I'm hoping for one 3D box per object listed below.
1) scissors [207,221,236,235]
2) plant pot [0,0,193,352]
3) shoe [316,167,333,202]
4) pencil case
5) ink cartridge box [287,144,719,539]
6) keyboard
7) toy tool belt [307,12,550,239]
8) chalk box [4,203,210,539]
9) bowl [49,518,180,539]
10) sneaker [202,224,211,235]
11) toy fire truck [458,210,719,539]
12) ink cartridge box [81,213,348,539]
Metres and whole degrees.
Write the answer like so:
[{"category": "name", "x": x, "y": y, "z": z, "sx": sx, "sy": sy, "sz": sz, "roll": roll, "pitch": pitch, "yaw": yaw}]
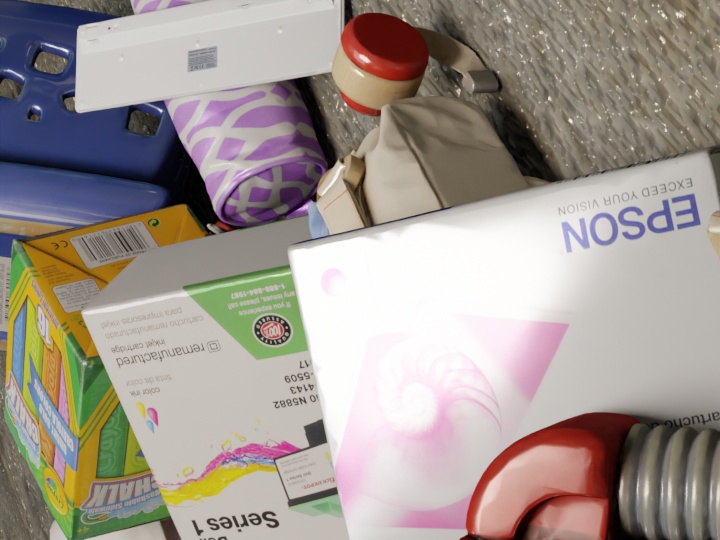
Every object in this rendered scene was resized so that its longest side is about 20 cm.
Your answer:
[{"category": "scissors", "x": -0.081, "y": -0.020, "z": 1.097, "sx": 0.073, "sy": 0.014, "sz": 0.200, "roll": 32, "pitch": -179, "yaw": 20}, {"category": "plant pot", "x": -0.217, "y": -0.051, "z": 1.248, "sx": 0.201, "sy": 0.199, "sz": 0.181, "roll": 105, "pitch": 171, "yaw": -48}, {"category": "shoe", "x": 0.000, "y": 0.000, "z": 1.053, "sx": 0.070, "sy": 0.053, "sz": 0.200, "roll": 33, "pitch": 145, "yaw": 13}, {"category": "pencil case", "x": -0.086, "y": -0.126, "z": 1.136, "sx": 0.086, "sy": 0.083, "sz": 0.201, "roll": 54, "pitch": -166, "yaw": -68}, {"category": "ink cartridge box", "x": 0.080, "y": 0.066, "z": 0.768, "sx": 0.195, "sy": 0.043, "sz": 0.201, "roll": -13, "pitch": 89, "yaw": 23}, {"category": "keyboard", "x": -0.095, "y": -0.135, "z": 1.089, "sx": 0.199, "sy": 0.011, "sz": 0.057, "roll": -6, "pitch": 85, "yaw": 31}, {"category": "toy tool belt", "x": 0.025, "y": -0.019, "z": 0.896, "sx": 0.201, "sy": 0.124, "sz": 0.123, "roll": 61, "pitch": 142, "yaw": 35}, {"category": "chalk box", "x": -0.147, "y": 0.081, "z": 1.143, "sx": 0.124, "sy": 0.124, "sz": 0.201, "roll": 52, "pitch": 144, "yaw": 40}, {"category": "bowl", "x": -0.099, "y": 0.234, "z": 1.232, "sx": 0.075, "sy": 0.199, "sz": 0.201, "roll": -39, "pitch": 60, "yaw": 27}, {"category": "sneaker", "x": -0.060, "y": 0.045, "z": 1.192, "sx": 0.088, "sy": 0.075, "sz": 0.201, "roll": -46, "pitch": 61, "yaw": 43}, {"category": "toy fire truck", "x": 0.124, "y": 0.077, "z": 0.669, "sx": 0.175, "sy": 0.129, "sz": 0.201, "roll": 4, "pitch": 93, "yaw": 23}, {"category": "ink cartridge box", "x": -0.042, "y": 0.081, "z": 0.994, "sx": 0.144, "sy": 0.084, "sz": 0.201, "roll": -11, "pitch": 111, "yaw": 27}]
